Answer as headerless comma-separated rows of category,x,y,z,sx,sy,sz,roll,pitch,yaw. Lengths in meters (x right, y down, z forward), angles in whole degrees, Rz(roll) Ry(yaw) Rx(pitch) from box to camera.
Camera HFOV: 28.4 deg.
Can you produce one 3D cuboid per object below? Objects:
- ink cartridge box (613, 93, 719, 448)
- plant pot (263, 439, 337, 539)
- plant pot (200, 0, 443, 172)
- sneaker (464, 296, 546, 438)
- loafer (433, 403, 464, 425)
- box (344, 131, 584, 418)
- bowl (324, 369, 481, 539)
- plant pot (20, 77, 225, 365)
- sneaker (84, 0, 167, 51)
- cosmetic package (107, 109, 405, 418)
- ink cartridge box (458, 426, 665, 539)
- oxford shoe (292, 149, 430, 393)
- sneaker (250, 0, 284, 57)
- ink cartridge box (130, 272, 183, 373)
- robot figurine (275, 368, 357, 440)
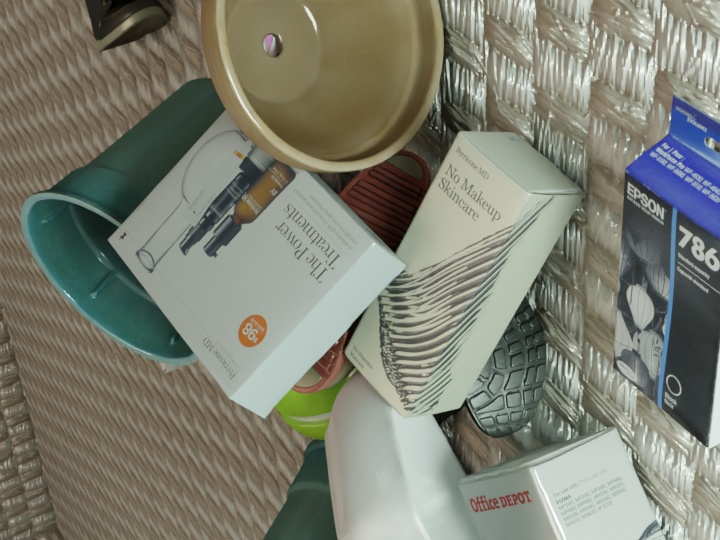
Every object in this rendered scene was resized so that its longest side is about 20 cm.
ink cartridge box,0.201,0.003,0.866,0.099,0.039,0.201,44,146,47
plant pot,-0.022,0.293,1.310,0.200,0.196,0.201,27,148,19
plant pot,-0.042,-0.171,1.044,0.093,0.200,0.202,2,111,53
sneaker,0.088,0.033,1.121,0.088,0.075,0.201,144,114,-71
loafer,0.040,0.133,1.303,0.068,0.070,0.201,63,157,15
box,0.071,0.004,1.014,0.082,0.068,0.201,44,122,33
bowl,0.036,0.187,1.084,0.200,0.074,0.200,-101,-16,-53
plant pot,-0.161,-0.055,1.266,0.200,0.196,0.201,28,148,19
sneaker,-0.290,-0.320,1.663,0.200,0.075,0.107,4,115,67
cosmetic package,-0.082,-0.013,1.050,0.200,0.151,0.052,46,-173,38
ink cartridge box,0.169,0.230,1.071,0.201,0.084,0.145,67,158,6
oxford shoe,0.000,0.000,1.094,0.070,0.075,0.201,33,100,21
sneaker,-0.082,-0.195,1.125,0.081,0.088,0.201,10,108,58
ink cartridge box,-0.130,-0.010,1.395,0.146,0.199,0.084,63,160,17
robot figurine,-0.040,0.059,1.206,0.175,0.116,0.201,18,142,54
